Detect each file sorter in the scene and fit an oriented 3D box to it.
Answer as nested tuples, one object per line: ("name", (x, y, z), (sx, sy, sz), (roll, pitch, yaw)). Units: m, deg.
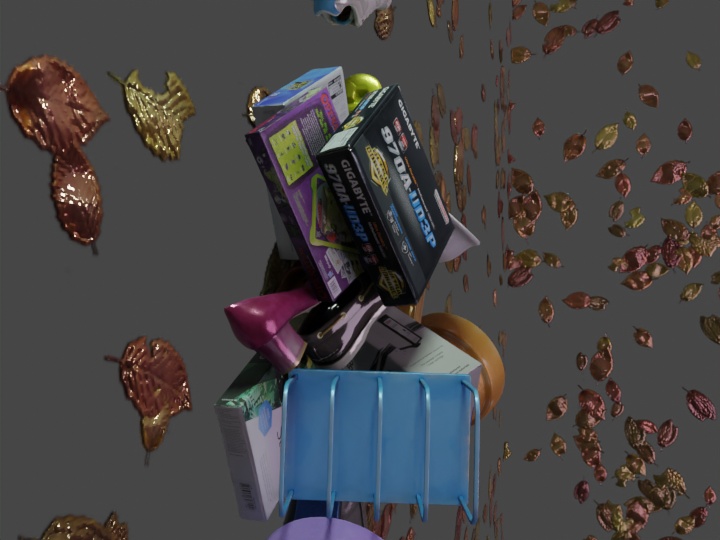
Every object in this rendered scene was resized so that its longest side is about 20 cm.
("file sorter", (0.018, 0.177, 0.766), (0.123, 0.198, 0.140), (73, 19, -87))

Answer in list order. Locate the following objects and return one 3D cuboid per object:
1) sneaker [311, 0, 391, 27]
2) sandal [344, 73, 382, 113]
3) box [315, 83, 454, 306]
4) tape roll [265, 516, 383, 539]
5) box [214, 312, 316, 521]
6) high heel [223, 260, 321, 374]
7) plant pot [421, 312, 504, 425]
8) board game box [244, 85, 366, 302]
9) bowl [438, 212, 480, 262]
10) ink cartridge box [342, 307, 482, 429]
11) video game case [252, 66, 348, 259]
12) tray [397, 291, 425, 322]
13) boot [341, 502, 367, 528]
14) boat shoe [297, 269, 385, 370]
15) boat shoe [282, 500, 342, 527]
("sneaker", (-0.014, -0.370, 1.022), (0.200, 0.076, 0.081), (-20, 118, -64))
("sandal", (0.007, -0.171, 1.077), (0.087, 0.079, 0.201), (37, 58, -81))
("box", (0.035, -0.085, 0.854), (0.201, 0.046, 0.159), (65, 34, -26))
("tape roll", (-0.037, 0.359, 0.757), (0.085, 0.199, 0.201), (-38, 126, -67))
("box", (-0.091, 0.155, 0.845), (0.200, 0.036, 0.145), (-57, 144, -60))
("high heel", (-0.092, 0.020, 0.832), (0.096, 0.067, 0.200), (49, 32, -23))
("plant pot", (0.112, 0.198, 1.255), (0.183, 0.199, 0.201), (-34, 124, -49))
("board game box", (-0.041, -0.081, 0.816), (0.120, 0.032, 0.201), (-42, 121, -38))
("bowl", (0.078, -0.075, 1.132), (0.090, 0.201, 0.201), (-48, 161, 6))
("ink cartridge box", (0.043, 0.137, 0.947), (0.084, 0.200, 0.147), (-27, 134, -36))
("video game case", (-0.059, -0.136, 0.919), (0.200, 0.045, 0.182), (-55, 141, -59))
("tray", (0.038, 0.081, 1.133), (0.037, 0.098, 0.201), (56, 38, -53))
("boot", (-0.008, 0.315, 1.049), (0.182, 0.072, 0.201), (-40, 123, -49))
("boat shoe", (-0.005, 0.024, 0.889), (0.061, 0.071, 0.202), (55, 52, -34))
("boat shoe", (-0.052, 0.300, 0.874), (0.069, 0.084, 0.201), (155, -47, -87))
